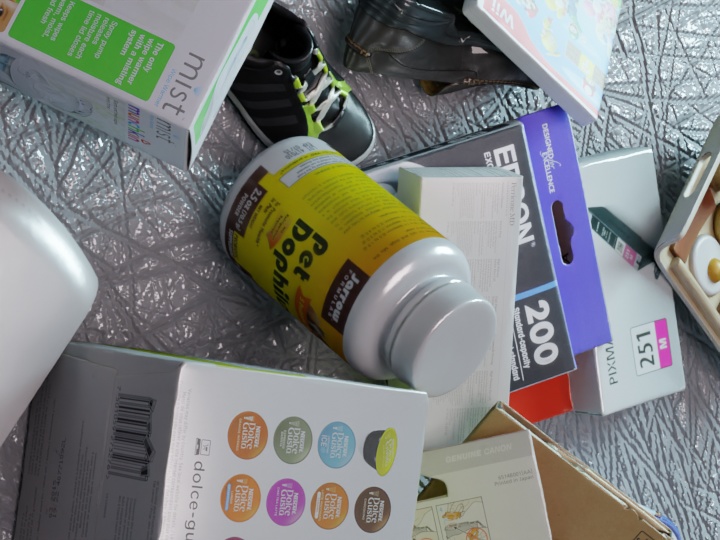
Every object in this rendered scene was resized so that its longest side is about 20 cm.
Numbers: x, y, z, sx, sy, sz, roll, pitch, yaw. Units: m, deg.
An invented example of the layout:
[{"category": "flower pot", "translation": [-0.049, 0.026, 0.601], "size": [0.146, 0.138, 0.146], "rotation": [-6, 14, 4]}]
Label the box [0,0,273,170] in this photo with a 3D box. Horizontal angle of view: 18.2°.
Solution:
[{"category": "box", "translation": [-0.146, -0.197, 1.473], "size": [0.175, 0.097, 0.201], "rotation": [26, 75, 2]}]

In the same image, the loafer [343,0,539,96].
[{"category": "loafer", "translation": [0.066, -0.166, 1.688], "size": [0.199, 0.073, 0.073], "rotation": [16, 115, -40]}]

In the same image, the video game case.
[{"category": "video game case", "translation": [0.147, -0.228, 1.718], "size": [0.143, 0.017, 0.201], "rotation": [40, 48, -29]}]

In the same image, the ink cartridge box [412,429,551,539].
[{"category": "ink cartridge box", "translation": [0.050, 0.219, 1.614], "size": [0.045, 0.198, 0.178], "rotation": [6, 72, -77]}]

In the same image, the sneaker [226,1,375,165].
[{"category": "sneaker", "translation": [-0.055, -0.137, 1.586], "size": [0.200, 0.083, 0.072], "rotation": [39, 71, -29]}]

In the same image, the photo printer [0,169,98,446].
[{"category": "photo printer", "translation": [-0.271, 0.029, 1.450], "size": [0.166, 0.069, 0.201], "rotation": [43, 68, -28]}]

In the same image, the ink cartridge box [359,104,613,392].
[{"category": "ink cartridge box", "translation": [0.096, -0.005, 1.688], "size": [0.199, 0.043, 0.200], "rotation": [-19, 105, -20]}]

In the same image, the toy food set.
[{"category": "toy food set", "translation": [0.323, -0.014, 1.836], "size": [0.200, 0.060, 0.144], "rotation": [51, 53, -32]}]

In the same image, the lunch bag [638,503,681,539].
[{"category": "lunch bag", "translation": [0.159, 0.247, 1.750], "size": [0.199, 0.075, 0.162], "rotation": [23, 81, -31]}]

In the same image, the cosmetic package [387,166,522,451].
[{"category": "cosmetic package", "translation": [0.066, 0.027, 1.628], "size": [0.082, 0.051, 0.202], "rotation": [-1, 101, -20]}]

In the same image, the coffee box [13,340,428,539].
[{"category": "coffee box", "translation": [-0.096, 0.161, 1.494], "size": [0.196, 0.199, 0.202], "rotation": [9, 87, -34]}]

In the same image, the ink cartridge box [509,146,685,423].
[{"category": "ink cartridge box", "translation": [0.168, 0.016, 1.768], "size": [0.173, 0.043, 0.202], "rotation": [-14, 99, -35]}]

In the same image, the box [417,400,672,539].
[{"category": "box", "translation": [0.103, 0.215, 1.640], "size": [0.163, 0.021, 0.200], "rotation": [37, 110, -5]}]

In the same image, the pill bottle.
[{"category": "pill bottle", "translation": [0.000, 0.000, 1.547], "size": [0.109, 0.200, 0.110], "rotation": [-30, 141, -28]}]
